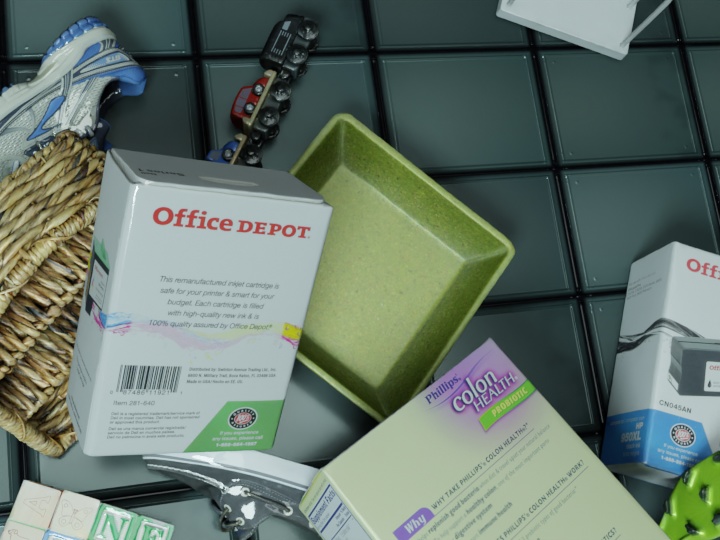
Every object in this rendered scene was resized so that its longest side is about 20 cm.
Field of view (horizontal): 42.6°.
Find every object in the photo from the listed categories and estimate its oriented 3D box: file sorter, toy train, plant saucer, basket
[{"bbox_3d":[0.235,-0.339,0.895,0.138,0.125,0.201,17,72,-8],"label":"file sorter"},{"bbox_3d":[-0.090,-0.142,0.812,0.046,0.034,0.201,21,71,2],"label":"toy train"},{"bbox_3d":[0.000,0.000,0.795,0.200,0.048,0.200,38,71,-2],"label":"plant saucer"},{"bbox_3d":[-0.222,0.017,0.691,0.149,0.143,0.200,40,71,0],"label":"basket"}]

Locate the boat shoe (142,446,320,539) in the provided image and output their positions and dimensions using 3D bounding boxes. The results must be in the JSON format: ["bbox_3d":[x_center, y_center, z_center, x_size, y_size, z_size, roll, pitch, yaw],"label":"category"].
[{"bbox_3d":[-0.080,0.180,0.725,0.199,0.070,0.067,19,71,-15],"label":"boat shoe"}]

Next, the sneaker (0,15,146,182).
[{"bbox_3d":[-0.250,-0.116,0.756,0.085,0.077,0.200,37,72,-6],"label":"sneaker"}]

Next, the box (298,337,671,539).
[{"bbox_3d":[0.087,0.187,0.675,0.175,0.097,0.200,-33,74,-29],"label":"box"}]

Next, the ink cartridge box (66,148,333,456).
[{"bbox_3d":[-0.119,0.025,0.663,0.144,0.084,0.201,4,111,-30],"label":"ink cartridge box"}]

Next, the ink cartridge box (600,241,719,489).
[{"bbox_3d":[0.308,0.093,0.821,0.144,0.084,0.201,16,73,-8],"label":"ink cartridge box"}]

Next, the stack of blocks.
[{"bbox_3d":[-0.173,0.242,0.688,0.199,0.059,0.116,20,72,-7],"label":"stack of blocks"}]

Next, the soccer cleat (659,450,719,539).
[{"bbox_3d":[0.281,0.218,0.748,0.081,0.201,0.068,11,32,-21],"label":"soccer cleat"}]
